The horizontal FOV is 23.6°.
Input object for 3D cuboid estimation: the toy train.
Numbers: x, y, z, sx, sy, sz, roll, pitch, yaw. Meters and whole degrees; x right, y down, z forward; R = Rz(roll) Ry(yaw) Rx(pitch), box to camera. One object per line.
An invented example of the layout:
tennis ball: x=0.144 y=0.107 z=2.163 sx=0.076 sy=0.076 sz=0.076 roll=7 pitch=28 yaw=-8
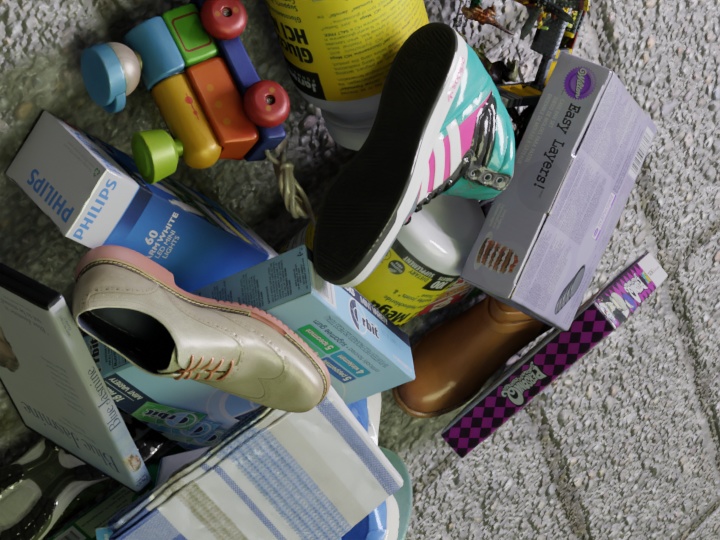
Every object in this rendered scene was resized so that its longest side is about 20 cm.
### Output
toy train: x=-0.110 y=-0.090 z=1.227 sx=0.115 sy=0.202 sz=0.085 roll=-23 pitch=174 yaw=-27

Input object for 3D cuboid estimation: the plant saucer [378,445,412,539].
plant saucer: x=-0.032 y=0.248 z=1.601 sx=0.200 sy=0.039 sz=0.203 roll=-26 pitch=128 yaw=-38

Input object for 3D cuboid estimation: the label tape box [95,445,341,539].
label tape box: x=-0.116 y=0.208 z=1.371 sx=0.198 sy=0.066 sz=0.144 roll=-11 pitch=133 yaw=-15

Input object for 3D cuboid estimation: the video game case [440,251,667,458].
video game case: x=0.178 y=0.075 z=1.572 sx=0.200 sy=0.036 sz=0.181 roll=-44 pitch=174 yaw=27

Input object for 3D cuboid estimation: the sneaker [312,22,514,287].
sneaker: x=0.047 y=-0.065 z=1.260 sx=0.120 sy=0.083 sz=0.201 roll=31 pitch=84 yaw=-46

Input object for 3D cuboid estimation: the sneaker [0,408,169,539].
sneaker: x=-0.234 y=0.164 z=1.387 sx=0.199 sy=0.077 sz=0.089 roll=-35 pitch=165 yaw=-20

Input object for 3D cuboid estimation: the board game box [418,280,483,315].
board game box: x=0.131 y=-0.012 z=1.551 sx=0.199 sy=0.030 sz=0.096 roll=-21 pitch=164 yaw=-39

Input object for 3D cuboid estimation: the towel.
towel: x=-0.076 y=0.175 z=1.301 sx=0.199 sy=0.024 sz=0.147 roll=-38 pitch=126 yaw=1

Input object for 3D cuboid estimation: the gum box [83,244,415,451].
gum box: x=-0.084 y=0.068 z=1.317 sx=0.198 sy=0.045 sz=0.170 roll=-21 pitch=146 yaw=20

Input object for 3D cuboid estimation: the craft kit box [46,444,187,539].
craft kit box: x=-0.170 y=0.247 z=1.450 sx=0.199 sy=0.048 sz=0.199 roll=-36 pitch=146 yaw=-33

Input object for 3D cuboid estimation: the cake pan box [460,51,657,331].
cake pan box: x=0.164 y=-0.060 z=1.369 sx=0.202 sy=0.052 sz=0.184 roll=-66 pitch=159 yaw=1

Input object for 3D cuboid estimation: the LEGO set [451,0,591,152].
LEGO set: x=0.093 y=-0.173 z=1.368 sx=0.115 sy=0.153 sz=0.201 roll=-13 pitch=133 yaw=-55

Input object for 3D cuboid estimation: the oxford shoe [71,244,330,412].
oxford shoe: x=-0.113 y=0.059 z=1.200 sx=0.198 sy=0.074 sz=0.071 roll=25 pitch=122 yaw=-12

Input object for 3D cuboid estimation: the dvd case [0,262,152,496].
dvd case: x=-0.232 y=0.069 z=1.255 sx=0.018 sy=0.142 sz=0.201 roll=-45 pitch=138 yaw=-27

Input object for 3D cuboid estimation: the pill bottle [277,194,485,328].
pill bottle: x=0.000 y=0.000 z=1.383 sx=0.112 sy=0.113 sz=0.200 roll=9 pitch=142 yaw=-43

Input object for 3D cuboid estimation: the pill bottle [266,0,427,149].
pill bottle: x=-0.009 y=-0.193 z=1.286 sx=0.112 sy=0.112 sz=0.201 roll=-35 pitch=133 yaw=-18

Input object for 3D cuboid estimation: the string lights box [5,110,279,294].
string lights box: x=-0.155 y=-0.036 z=1.280 sx=0.199 sy=0.103 sz=0.059 roll=29 pitch=99 yaw=-47

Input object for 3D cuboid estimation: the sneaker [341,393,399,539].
sneaker: x=-0.030 y=0.162 z=1.470 sx=0.076 sy=0.202 sz=0.111 roll=-26 pitch=142 yaw=33

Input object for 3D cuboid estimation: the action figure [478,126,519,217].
action figure: x=0.097 y=-0.071 z=1.491 sx=0.199 sy=0.070 sz=0.131 roll=-26 pitch=149 yaw=-15

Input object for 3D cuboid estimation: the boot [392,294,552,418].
boot: x=0.120 y=0.051 z=1.529 sx=0.199 sy=0.077 sz=0.155 roll=-28 pitch=169 yaw=-14
